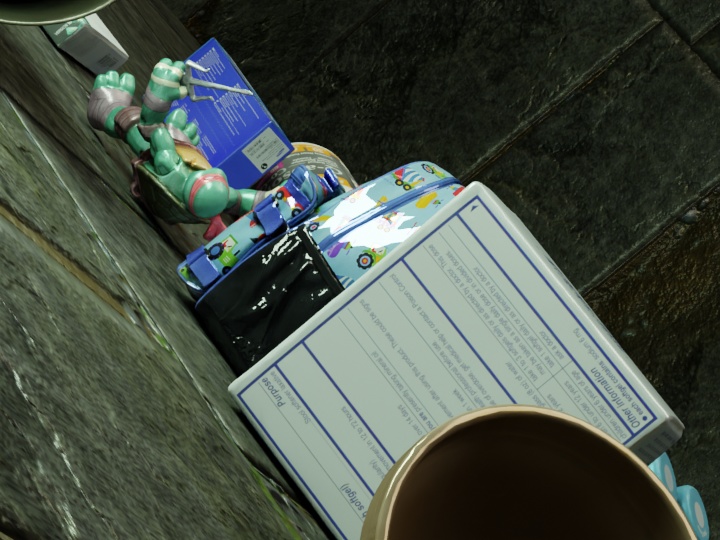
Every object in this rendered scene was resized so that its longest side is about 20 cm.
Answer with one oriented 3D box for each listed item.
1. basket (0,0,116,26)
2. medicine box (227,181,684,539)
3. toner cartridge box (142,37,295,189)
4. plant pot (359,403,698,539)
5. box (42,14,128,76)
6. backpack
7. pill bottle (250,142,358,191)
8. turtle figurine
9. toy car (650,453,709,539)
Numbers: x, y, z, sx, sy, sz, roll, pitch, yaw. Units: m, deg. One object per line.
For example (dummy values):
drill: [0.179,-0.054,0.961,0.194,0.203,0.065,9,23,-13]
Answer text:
basket: [-0.232,-0.236,1.488,0.179,0.137,0.200,14,7,-13]
medicine box: [0.058,0.085,1.350,0.183,0.200,0.103,52,5,16]
toner cartridge box: [-0.138,-0.142,2.176,0.043,0.095,0.200,50,4,-35]
plant pot: [0.078,0.178,1.172,0.201,0.200,0.093,51,-38,5]
box: [-0.286,-0.262,1.958,0.200,0.036,0.144,51,3,10]
backpack: [0.000,0.000,1.515,0.135,0.200,0.183,52,4,16]
pill bottle: [-0.043,-0.043,2.211,0.117,0.116,0.200,50,3,-24]
turtle figurine: [-0.122,-0.082,1.637,0.150,0.101,0.200,55,-12,-32]
toy car: [0.214,0.288,2.054,0.177,0.183,0.201,47,33,-51]
